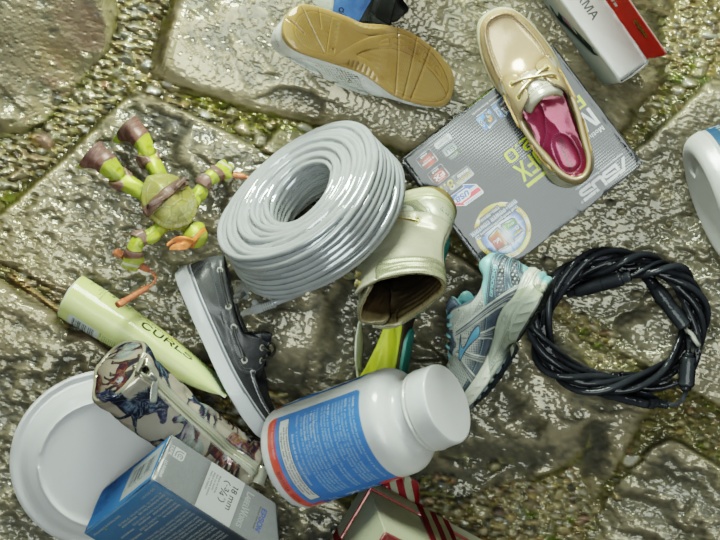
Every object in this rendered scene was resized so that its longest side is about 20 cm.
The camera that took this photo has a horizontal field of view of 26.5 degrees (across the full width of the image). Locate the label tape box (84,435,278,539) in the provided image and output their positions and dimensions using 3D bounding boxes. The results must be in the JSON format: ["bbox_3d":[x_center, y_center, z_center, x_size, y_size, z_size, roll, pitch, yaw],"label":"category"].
[{"bbox_3d":[-0.160,0.271,1.569,0.200,0.063,0.144,36,133,-17],"label":"label tape box"}]

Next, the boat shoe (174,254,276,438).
[{"bbox_3d":[-0.125,0.076,1.611,0.066,0.070,0.200,-26,88,4],"label":"boat shoe"}]

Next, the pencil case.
[{"bbox_3d":[-0.183,0.157,1.566,0.200,0.089,0.078,43,69,-25],"label":"pencil case"}]

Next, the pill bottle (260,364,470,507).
[{"bbox_3d":[0.007,0.164,1.550,0.200,0.112,0.112,-22,96,31],"label":"pill bottle"}]

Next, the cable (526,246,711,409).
[{"bbox_3d":[0.270,0.055,1.615,0.199,0.051,0.164,16,95,-1],"label":"cable"}]

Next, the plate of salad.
[{"bbox_3d":[-0.271,0.199,1.623,0.199,0.048,0.201,-3,103,-11],"label":"plate of salad"}]

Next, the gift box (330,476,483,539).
[{"bbox_3d":[0.034,0.324,1.570,0.200,0.187,0.185,34,95,-9],"label":"gift box"}]

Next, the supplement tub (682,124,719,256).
[{"bbox_3d":[0.444,-0.102,1.553,0.200,0.145,0.145,-20,95,1],"label":"supplement tub"}]

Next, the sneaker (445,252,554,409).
[{"bbox_3d":[0.123,0.066,1.597,0.086,0.078,0.200,35,116,13],"label":"sneaker"}]

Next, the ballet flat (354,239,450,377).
[{"bbox_3d":[0.034,0.047,1.609,0.067,0.067,0.201,18,97,14],"label":"ballet flat"}]

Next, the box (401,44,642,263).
[{"bbox_3d":[0.167,-0.113,1.601,0.200,0.044,0.160,-37,94,3],"label":"box"}]

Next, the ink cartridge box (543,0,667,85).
[{"bbox_3d":[0.217,-0.277,1.520,0.044,0.174,0.200,-36,95,3],"label":"ink cartridge box"}]

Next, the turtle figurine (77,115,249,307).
[{"bbox_3d":[-0.214,-0.071,1.575,0.200,0.064,0.161,-43,88,-14],"label":"turtle figurine"}]

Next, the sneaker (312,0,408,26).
[{"bbox_3d":[0.024,-0.350,1.558,0.111,0.077,0.200,13,100,4],"label":"sneaker"}]

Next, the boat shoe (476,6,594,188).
[{"bbox_3d":[0.182,-0.176,1.537,0.074,0.069,0.200,-30,95,2],"label":"boat shoe"}]

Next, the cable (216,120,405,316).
[{"bbox_3d":[-0.051,-0.063,1.532,0.200,0.200,0.069,-20,130,28],"label":"cable"}]

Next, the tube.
[{"bbox_3d":[-0.222,0.077,1.609,0.200,0.058,0.052,32,133,2],"label":"tube"}]

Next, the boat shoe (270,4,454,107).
[{"bbox_3d":[0.001,-0.219,1.581,0.200,0.069,0.071,21,76,-21],"label":"boat shoe"}]

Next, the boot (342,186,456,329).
[{"bbox_3d":[0.000,0.000,1.541,0.200,0.155,0.072,-18,123,19],"label":"boot"}]
